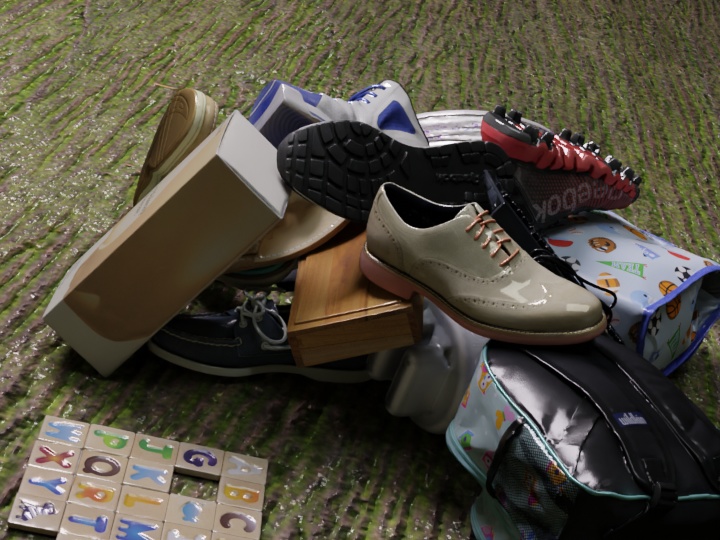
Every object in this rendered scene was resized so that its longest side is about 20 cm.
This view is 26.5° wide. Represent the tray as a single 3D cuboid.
[{"bbox_3d":[0.000,0.000,1.215,0.098,0.037,0.201,-12,27,10],"label":"tray"}]

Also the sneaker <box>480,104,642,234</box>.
[{"bbox_3d":[0.167,-0.075,1.345,0.199,0.099,0.071,12,19,-42],"label":"sneaker"}]

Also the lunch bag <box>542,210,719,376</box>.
[{"bbox_3d":[0.227,0.018,1.385,0.169,0.125,0.199,27,36,26],"label":"lunch bag"}]

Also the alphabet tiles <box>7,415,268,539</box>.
[{"bbox_3d":[-0.148,0.166,1.021,0.165,0.008,0.200,12,25,-6],"label":"alphabet tiles"}]

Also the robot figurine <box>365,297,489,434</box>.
[{"bbox_3d":[0.105,0.072,1.228,0.198,0.114,0.170,-1,45,-30],"label":"robot figurine"}]

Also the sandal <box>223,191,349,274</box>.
[{"bbox_3d":[-0.100,-0.044,1.239,0.210,0.070,0.078,-24,43,11],"label":"sandal"}]

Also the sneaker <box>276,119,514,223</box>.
[{"bbox_3d":[0.016,-0.069,1.205,0.198,0.077,0.087,6,-5,-27],"label":"sneaker"}]

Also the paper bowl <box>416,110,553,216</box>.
[{"bbox_3d":[0.097,-0.068,1.458,0.198,0.106,0.201,0,-18,0],"label":"paper bowl"}]

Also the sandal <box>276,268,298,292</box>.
[{"bbox_3d":[0.009,0.014,1.294,0.198,0.046,0.075,-3,18,35],"label":"sandal"}]

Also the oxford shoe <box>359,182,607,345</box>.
[{"bbox_3d":[0.086,-0.005,1.097,0.198,0.075,0.071,20,32,24],"label":"oxford shoe"}]

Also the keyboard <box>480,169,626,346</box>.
[{"bbox_3d":[0.167,0.005,1.185,0.200,0.039,0.104,48,16,-26],"label":"keyboard"}]

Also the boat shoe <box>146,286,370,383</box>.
[{"bbox_3d":[-0.073,0.050,1.236,0.198,0.062,0.075,7,26,-16],"label":"boat shoe"}]

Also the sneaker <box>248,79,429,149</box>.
[{"bbox_3d":[-0.011,-0.117,1.319,0.198,0.080,0.116,26,41,-31],"label":"sneaker"}]

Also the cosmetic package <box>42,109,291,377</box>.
[{"bbox_3d":[-0.145,-0.021,1.174,0.071,0.200,0.105,44,19,-14],"label":"cosmetic package"}]

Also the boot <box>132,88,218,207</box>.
[{"bbox_3d":[-0.112,-0.086,1.366,0.153,0.200,0.073,19,66,-13],"label":"boot"}]

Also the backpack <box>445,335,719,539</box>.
[{"bbox_3d":[0.157,0.135,1.077,0.174,0.154,0.201,-2,40,-31],"label":"backpack"}]

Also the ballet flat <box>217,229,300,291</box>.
[{"bbox_3d":[-0.114,-0.017,1.323,0.199,0.070,0.069,18,21,41],"label":"ballet flat"}]
